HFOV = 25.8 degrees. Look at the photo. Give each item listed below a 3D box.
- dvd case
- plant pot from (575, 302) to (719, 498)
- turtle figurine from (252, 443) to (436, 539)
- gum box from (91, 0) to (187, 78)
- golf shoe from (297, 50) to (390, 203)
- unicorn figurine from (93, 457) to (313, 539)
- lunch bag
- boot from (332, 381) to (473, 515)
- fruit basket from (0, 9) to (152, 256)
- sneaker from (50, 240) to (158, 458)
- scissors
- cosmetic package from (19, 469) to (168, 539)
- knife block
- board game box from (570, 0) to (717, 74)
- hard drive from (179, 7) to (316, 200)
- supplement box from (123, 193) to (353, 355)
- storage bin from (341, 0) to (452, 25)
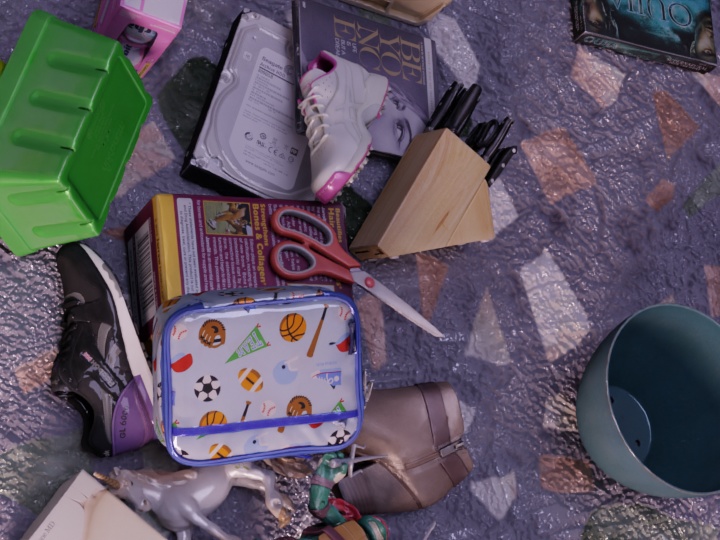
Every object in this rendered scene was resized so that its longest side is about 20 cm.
[{"bbox_3d":[0.010,-0.197,1.670,0.199,0.016,0.150,11,69,-40],"label":"dvd case"},{"bbox_3d":[0.304,0.151,1.654,0.198,0.135,0.202,10,66,-25],"label":"plant pot"},{"bbox_3d":[-0.017,0.253,1.423,0.150,0.101,0.199,46,40,16],"label":"turtle figurine"},{"bbox_3d":[-0.211,-0.300,1.569,0.066,0.113,0.202,18,63,-20],"label":"gum box"},{"bbox_3d":[-0.032,-0.143,1.549,0.091,0.075,0.201,35,36,-15],"label":"golf shoe"},{"bbox_3d":[-0.146,0.208,1.440,0.137,0.074,0.200,47,42,9],"label":"unicorn figurine"},{"bbox_3d":[-0.088,0.097,1.409,0.198,0.075,0.162,-3,98,-19],"label":"lunch bag"},{"bbox_3d":[0.025,0.142,1.535,0.145,0.070,0.202,-21,102,-17],"label":"boot"},{"bbox_3d":[-0.322,-0.134,1.456,0.213,0.156,0.217,-9,56,13],"label":"fruit basket"},{"bbox_3d":[-0.249,0.072,1.433,0.087,0.076,0.201,-21,81,-26],"label":"sneaker"},{"bbox_3d":[0.000,0.000,1.502,0.199,0.014,0.074,22,61,-18],"label":"scissors"},{"bbox_3d":[-0.206,0.281,1.373,0.200,0.073,0.104,41,58,-9],"label":"cosmetic package"},{"bbox_3d":[0.075,-0.110,1.651,0.198,0.064,0.177,-11,92,-30],"label":"knife block"},{"bbox_3d":[0.345,-0.324,1.924,0.198,0.028,0.137,9,66,-25],"label":"board game box"},{"bbox_3d":[-0.093,-0.158,1.624,0.139,0.038,0.201,26,60,-17],"label":"hard drive"},{"bbox_3d":[-0.115,0.007,1.508,0.198,0.103,0.132,3,69,-26],"label":"supplement box"},{"bbox_3d":[0.017,-0.402,1.744,0.197,0.094,0.202,15,64,-23],"label":"storage bin"}]
